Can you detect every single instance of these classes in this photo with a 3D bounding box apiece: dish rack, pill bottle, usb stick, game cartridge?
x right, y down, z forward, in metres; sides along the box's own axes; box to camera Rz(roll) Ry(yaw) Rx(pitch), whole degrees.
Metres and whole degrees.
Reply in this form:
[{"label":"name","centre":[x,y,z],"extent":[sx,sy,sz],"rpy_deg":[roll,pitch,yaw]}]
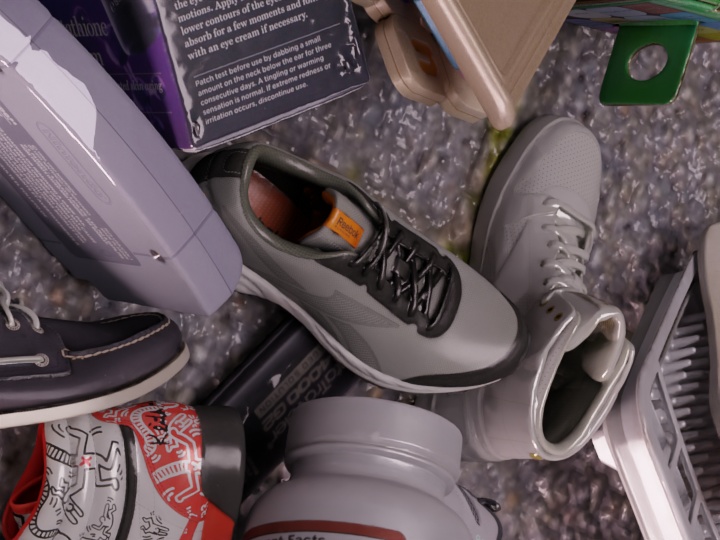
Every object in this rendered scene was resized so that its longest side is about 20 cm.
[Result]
[{"label":"dish rack","centre":[0.179,0.100,1.522],"extent":[0.172,0.043,0.200],"rpy_deg":[67,26,-18]},{"label":"pill bottle","centre":[-0.006,0.167,1.305],"extent":[0.112,0.112,0.201],"rpy_deg":[25,63,-36]},{"label":"usb stick","centre":[-0.031,0.052,1.405],"extent":[0.200,0.033,0.056],"rpy_deg":[-46,121,-28]},{"label":"game cartridge","centre":[-0.140,-0.061,1.253],"extent":[0.041,0.133,0.200],"rpy_deg":[-48,119,-17]}]

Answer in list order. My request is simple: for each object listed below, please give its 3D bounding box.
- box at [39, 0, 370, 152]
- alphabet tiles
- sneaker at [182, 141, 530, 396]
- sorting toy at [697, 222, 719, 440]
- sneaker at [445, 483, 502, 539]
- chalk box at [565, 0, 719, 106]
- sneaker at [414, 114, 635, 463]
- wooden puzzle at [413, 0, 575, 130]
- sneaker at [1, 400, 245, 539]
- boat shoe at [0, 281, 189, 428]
[{"label":"box","centre":[-0.097,-0.163,1.273],"extent":[0.104,0.148,0.201],"rpy_deg":[-23,104,-31]},{"label":"alphabet tiles","centre":[0.010,-0.170,1.369],"extent":[0.195,0.015,0.201],"rpy_deg":[12,55,-62]},{"label":"sneaker","centre":[0.000,0.000,1.367],"extent":[0.199,0.079,0.074],"rpy_deg":[28,66,-18]},{"label":"sorting toy","centre":[0.270,0.037,1.525],"extent":[0.199,0.107,0.181],"rpy_deg":[-17,67,-4]},{"label":"sneaker","centre":[0.027,0.199,1.426],"extent":[0.140,0.078,0.201],"rpy_deg":[28,75,-34]},{"label":"chalk box","centre":[0.167,-0.186,1.496],"extent":[0.123,0.124,0.201],"rpy_deg":[7,88,-38]},{"label":"sneaker","centre":[0.109,0.010,1.462],"extent":[0.073,0.115,0.201],"rpy_deg":[29,73,-33]},{"label":"wooden puzzle","centre":[0.041,-0.184,1.333],"extent":[0.186,0.037,0.200],"rpy_deg":[59,29,-20]},{"label":"sneaker","centre":[-0.119,0.157,1.326],"extent":[0.107,0.067,0.203],"rpy_deg":[3,109,-13]},{"label":"boat shoe","centre":[-0.167,0.037,1.274],"extent":[0.199,0.073,0.063],"rpy_deg":[-13,102,-32]}]
